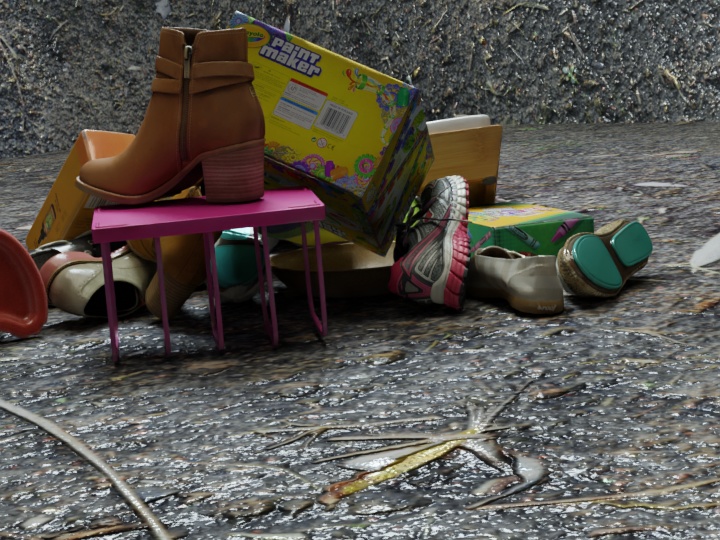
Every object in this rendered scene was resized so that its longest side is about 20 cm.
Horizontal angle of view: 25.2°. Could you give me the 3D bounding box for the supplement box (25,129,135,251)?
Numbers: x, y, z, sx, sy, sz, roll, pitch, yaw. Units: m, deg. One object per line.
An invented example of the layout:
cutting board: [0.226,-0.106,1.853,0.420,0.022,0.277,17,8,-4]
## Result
supplement box: [-0.303,-0.065,1.760,0.068,0.067,0.200,3,-37,-34]

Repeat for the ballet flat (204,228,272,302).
ballet flat: [-0.127,-0.007,1.663,0.071,0.072,0.200,-4,30,-2]

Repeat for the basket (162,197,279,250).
basket: [-0.209,-0.067,1.818,0.123,0.136,0.199,-32,23,-34]

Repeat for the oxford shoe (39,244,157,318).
oxford shoe: [-0.238,0.020,1.640,0.075,0.071,0.199,34,27,28]

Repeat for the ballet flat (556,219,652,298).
ballet flat: [0.227,-0.003,1.571,0.065,0.071,0.200,-30,-8,30]

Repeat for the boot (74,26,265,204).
boot: [-0.177,-0.141,1.453,0.199,0.157,0.077,1,12,31]

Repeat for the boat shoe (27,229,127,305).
boat shoe: [-0.314,0.000,1.709,0.198,0.074,0.060,-8,10,-11]

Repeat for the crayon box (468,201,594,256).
crayon box: [0.158,-0.035,1.758,0.118,0.059,0.200,-7,9,-20]

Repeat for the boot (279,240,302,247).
boot: [-0.097,-0.072,2.059,0.198,0.073,0.166,-8,11,0]

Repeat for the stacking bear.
stacking bear: [-0.407,0.012,1.590,0.121,0.115,0.199,-10,6,-33]

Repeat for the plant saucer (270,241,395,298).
plant saucer: [0.000,0.000,1.685,0.199,0.036,0.200,-4,8,1]

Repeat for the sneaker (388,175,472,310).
sneaker: [0.069,-0.036,1.577,0.074,0.081,0.200,7,28,0]

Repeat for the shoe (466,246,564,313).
shoe: [0.147,0.001,1.556,0.069,0.054,0.200,-6,9,-16]

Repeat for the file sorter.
file sorter: [-0.133,0.003,1.438,0.198,0.126,0.139,-6,10,-7]

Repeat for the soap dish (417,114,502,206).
soap dish: [0.088,-0.100,1.884,0.156,0.082,0.200,-9,-22,-1]

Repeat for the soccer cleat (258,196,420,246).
soccer cleat: [-0.019,-0.057,1.750,0.198,0.065,0.084,6,-31,-2]

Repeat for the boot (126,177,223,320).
boot: [-0.173,-0.058,1.607,0.070,0.144,0.202,21,28,-26]

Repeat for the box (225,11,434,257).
box: [-0.047,-0.130,1.585,0.199,0.123,0.193,25,-12,13]

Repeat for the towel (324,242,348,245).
towel: [-0.053,-0.065,1.870,0.146,0.030,0.200,4,-24,37]
